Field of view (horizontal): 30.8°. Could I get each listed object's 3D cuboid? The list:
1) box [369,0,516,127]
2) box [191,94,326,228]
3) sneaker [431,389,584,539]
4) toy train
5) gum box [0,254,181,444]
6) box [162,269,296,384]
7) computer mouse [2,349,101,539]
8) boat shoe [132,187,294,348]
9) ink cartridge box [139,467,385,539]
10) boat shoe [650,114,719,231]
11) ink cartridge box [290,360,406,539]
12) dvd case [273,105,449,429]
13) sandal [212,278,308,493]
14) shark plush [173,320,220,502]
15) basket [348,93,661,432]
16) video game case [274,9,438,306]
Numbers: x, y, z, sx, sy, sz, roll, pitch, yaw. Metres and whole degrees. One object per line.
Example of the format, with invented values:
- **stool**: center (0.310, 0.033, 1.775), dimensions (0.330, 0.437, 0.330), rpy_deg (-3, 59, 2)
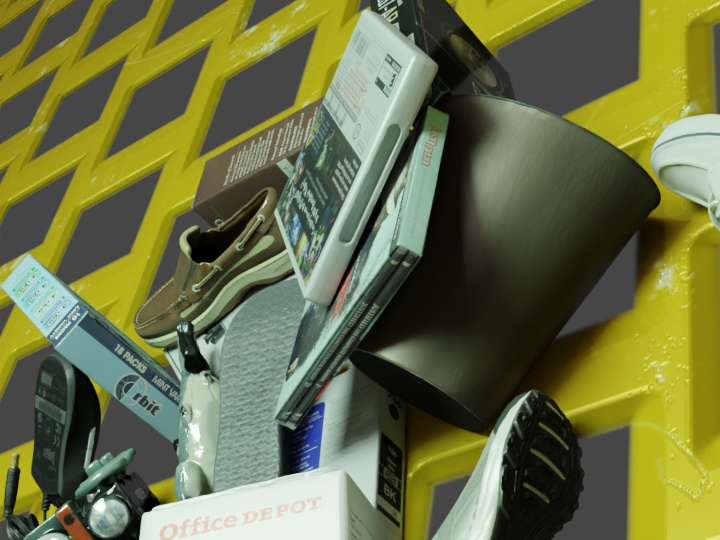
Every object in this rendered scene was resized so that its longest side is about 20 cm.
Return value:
- **box**: center (0.075, -0.156, 1.089), dimensions (0.043, 0.160, 0.200), rpy_deg (-34, 31, 21)
- **box**: center (-0.050, -0.089, 1.222), dimensions (0.200, 0.100, 0.075), rpy_deg (-24, 36, 33)
- **sneaker**: center (0.076, 0.159, 0.798), dimensions (0.079, 0.074, 0.201), rpy_deg (-14, 42, 49)
- **toy train**: center (-0.207, 0.204, 1.027), dimensions (0.114, 0.085, 0.200), rpy_deg (-39, 0, -7)
- **gum box**: center (-0.225, 0.075, 1.171), dimensions (0.045, 0.170, 0.200), rpy_deg (-49, 31, -8)
- **box**: center (-0.071, 0.038, 1.135), dimensions (0.200, 0.060, 0.117), rpy_deg (-46, 30, 1)
- **computer mouse**: center (-0.277, 0.168, 1.188), dimensions (0.140, 0.046, 0.201), rpy_deg (7, 94, 53)
- **boat shoe**: center (-0.130, -0.009, 1.128), dimensions (0.202, 0.075, 0.075), rpy_deg (-33, 31, 21)
- **ink cartridge box**: center (-0.059, 0.237, 0.790), dimensions (0.144, 0.084, 0.201), rpy_deg (-15, 50, 15)
- **boat shoe**: center (0.254, -0.047, 0.831), dimensions (0.066, 0.072, 0.200), rpy_deg (-49, 38, -16)
- **ink cartridge box**: center (-0.015, 0.146, 0.958), dimensions (0.099, 0.039, 0.200), rpy_deg (-28, 36, 28)
- **dvd case**: center (0.000, 0.000, 0.903), dimensions (0.200, 0.022, 0.146), rpy_deg (-54, 15, 42)
- **sandal**: center (-0.072, 0.098, 0.999), dimensions (0.076, 0.043, 0.201), rpy_deg (-4, 57, 24)
- **shark plush**: center (-0.134, 0.133, 1.028), dimensions (0.083, 0.091, 0.201), rpy_deg (-47, 59, 47)
- **basket**: center (0.086, 0.000, 0.919), dimensions (0.180, 0.136, 0.200), rpy_deg (21, 74, 31)
- **video game case**: center (-0.009, -0.089, 0.958), dimensions (0.182, 0.023, 0.200), rpy_deg (-65, 17, 14)
